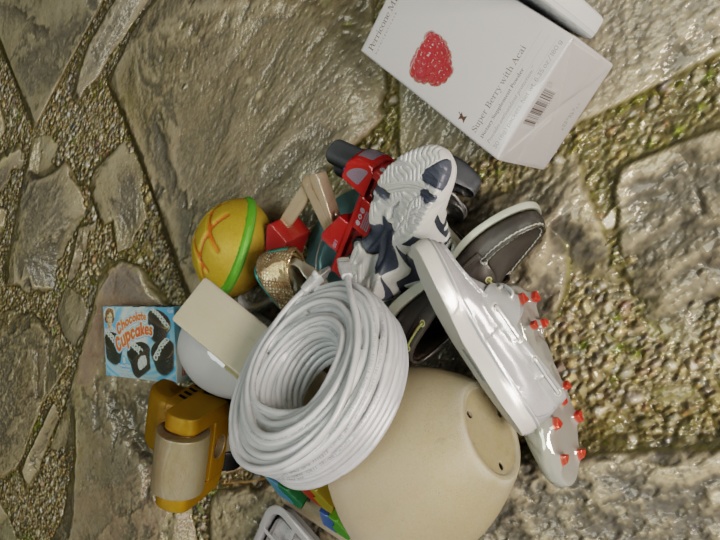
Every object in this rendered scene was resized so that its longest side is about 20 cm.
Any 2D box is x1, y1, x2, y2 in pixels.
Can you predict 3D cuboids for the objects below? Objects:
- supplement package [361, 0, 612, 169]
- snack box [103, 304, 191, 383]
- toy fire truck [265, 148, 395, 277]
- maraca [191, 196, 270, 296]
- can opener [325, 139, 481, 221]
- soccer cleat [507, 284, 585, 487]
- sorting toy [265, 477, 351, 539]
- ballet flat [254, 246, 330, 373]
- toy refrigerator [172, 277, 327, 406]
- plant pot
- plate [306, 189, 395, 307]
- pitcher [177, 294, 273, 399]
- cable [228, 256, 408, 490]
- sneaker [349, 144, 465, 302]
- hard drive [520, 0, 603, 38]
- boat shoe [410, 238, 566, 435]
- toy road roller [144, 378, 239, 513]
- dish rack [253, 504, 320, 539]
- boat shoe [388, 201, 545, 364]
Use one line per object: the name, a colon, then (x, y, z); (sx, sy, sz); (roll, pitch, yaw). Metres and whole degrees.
supplement package: (0.120, -0.210, 0.654); (0.200, 0.118, 0.123); (45, 118, 27)
snack box: (-0.350, 0.116, 1.082); (0.196, 0.037, 0.120); (-3, 90, 38)
toy fire truck: (-0.032, -0.066, 0.770); (0.140, 0.048, 0.203); (40, 129, 21)
maraca: (-0.178, -0.026, 0.895); (0.199, 0.105, 0.141); (-19, 53, 63)
can opener: (0.049, -0.115, 0.767); (0.198, 0.053, 0.067); (29, 77, 33)
soccer cleat: (0.167, 0.116, 0.671); (0.077, 0.068, 0.205); (-27, 69, 40)
sorting toy: (-0.067, 0.265, 0.811); (0.182, 0.037, 0.203); (18, 140, 36)
ballet flat: (-0.046, 0.055, 0.778); (0.064, 0.071, 0.201); (-25, 114, 32)
toy refrigerator: (-0.122, 0.102, 0.773); (0.198, 0.076, 0.070); (35, 77, 16)
plant pot: (0.078, 0.180, 0.652); (0.133, 0.198, 0.205); (-32, 74, 35)
plate: (0.000, 0.000, 0.815); (0.196, 0.025, 0.206); (2, 93, 38)
pitcher: (-0.139, 0.091, 0.875); (0.196, 0.121, 0.177); (14, 95, 26)
cable: (-0.043, 0.106, 0.639); (0.200, 0.069, 0.201); (-44, 34, 7)
sneaker: (0.076, -0.047, 0.682); (0.080, 0.127, 0.202); (55, 140, 34)
hard drive: (0.131, -0.270, 0.592); (0.132, 0.198, 0.027); (44, 116, 26)
boat shoe: (0.118, 0.050, 0.600); (0.068, 0.072, 0.202); (-33, 88, -5)
toy road roller: (-0.248, 0.222, 0.911); (0.142, 0.200, 0.126); (12, 101, 13)
dish rack: (-0.088, 0.433, 0.892); (0.171, 0.043, 0.204); (37, 113, 29)
boat shoe: (0.110, 0.016, 0.660); (0.201, 0.071, 0.061); (-44, 51, 26)
